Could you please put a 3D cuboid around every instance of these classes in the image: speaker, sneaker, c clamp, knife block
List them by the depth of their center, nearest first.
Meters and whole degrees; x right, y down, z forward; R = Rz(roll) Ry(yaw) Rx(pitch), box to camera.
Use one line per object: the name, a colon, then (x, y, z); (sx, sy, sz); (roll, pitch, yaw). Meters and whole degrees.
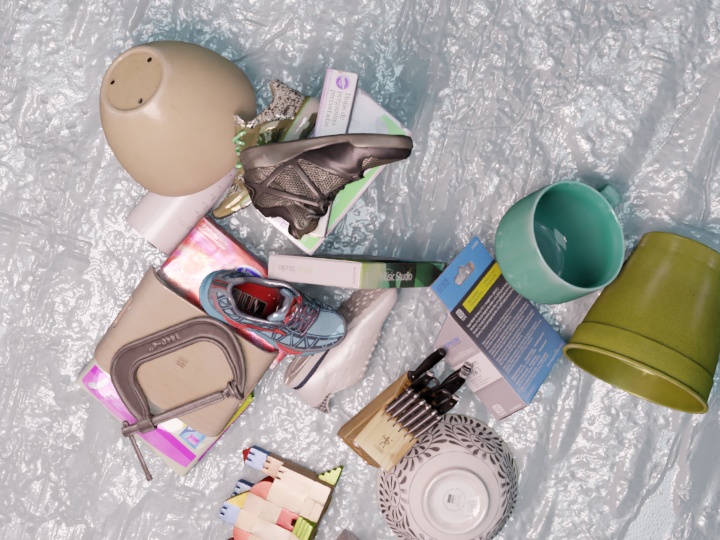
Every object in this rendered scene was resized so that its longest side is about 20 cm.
sneaker: (-0.033, -0.099, 1.306); (0.199, 0.076, 0.114); (-10, 92, 4)
sneaker: (-0.098, 0.056, 1.405); (0.200, 0.096, 0.079); (18, 79, -24)
sneaker: (-0.132, -0.153, 1.414); (0.089, 0.077, 0.200); (37, 84, -8)
c clamp: (-0.226, 0.151, 1.433); (0.200, 0.027, 0.171); (-27, 100, 12)
knife block: (0.061, 0.177, 1.495); (0.064, 0.200, 0.176); (44, 79, -4)
speaker: (-0.220, -0.117, 1.509); (0.081, 0.081, 0.200); (40, 91, -4)
sneaker: (-0.013, 0.101, 1.543); (0.080, 0.076, 0.200); (42, 95, -16)

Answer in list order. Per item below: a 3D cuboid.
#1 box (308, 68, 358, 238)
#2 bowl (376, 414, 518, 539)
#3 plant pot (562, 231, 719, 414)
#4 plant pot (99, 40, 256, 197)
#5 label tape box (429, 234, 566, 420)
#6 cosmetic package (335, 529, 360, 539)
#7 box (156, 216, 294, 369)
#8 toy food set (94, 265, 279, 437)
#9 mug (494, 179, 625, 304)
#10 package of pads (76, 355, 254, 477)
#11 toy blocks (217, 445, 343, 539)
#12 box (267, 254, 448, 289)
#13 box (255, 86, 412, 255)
box: (-0.041, -0.138, 1.361); (0.039, 0.041, 0.200); (12, 90, 0)
bowl: (0.123, 0.303, 1.543); (0.200, 0.094, 0.201); (0, 94, -2)
plant pot: (0.397, 0.059, 1.507); (0.200, 0.200, 0.193); (26, 79, -4)
plant pot: (-0.249, -0.210, 1.431); (0.200, 0.134, 0.201); (-8, 69, 20)
label tape box: (0.167, 0.074, 1.508); (0.200, 0.144, 0.063); (50, 134, -5)
cosmetic package: (-0.049, 0.461, 1.538); (0.090, 0.107, 0.200); (36, 89, -5)
box: (-0.159, 0.028, 1.512); (0.200, 0.095, 0.103); (41, 89, -4)
toy food set: (-0.223, 0.105, 1.459); (0.200, 0.060, 0.144); (34, 106, -10)
mug: (0.268, -0.032, 1.515); (0.185, 0.114, 0.152); (-4, 76, -31)
package of pads: (-0.257, 0.152, 1.528); (0.200, 0.068, 0.155); (42, 91, -5)
toy blocks: (-0.126, 0.332, 1.542); (0.137, 0.100, 0.200); (23, 91, 8)
box: (0.000, 0.000, 1.444); (0.144, 0.200, 0.036); (5, 95, 35)
box: (-0.037, -0.127, 1.469); (0.097, 0.176, 0.200); (40, 90, -4)
